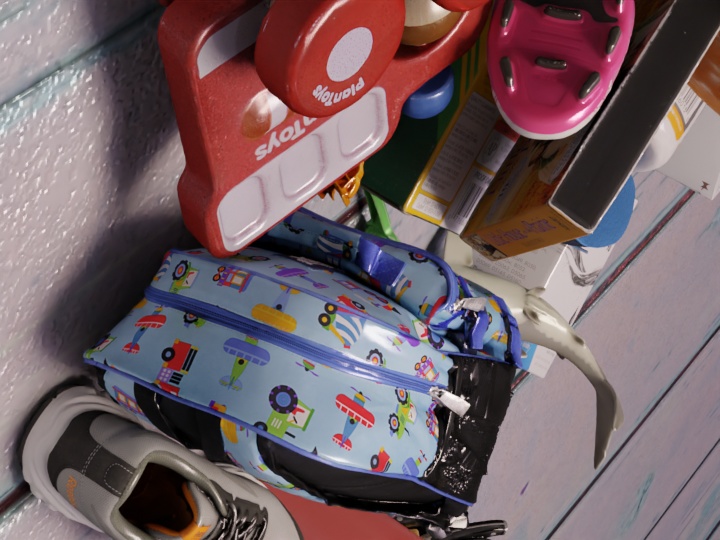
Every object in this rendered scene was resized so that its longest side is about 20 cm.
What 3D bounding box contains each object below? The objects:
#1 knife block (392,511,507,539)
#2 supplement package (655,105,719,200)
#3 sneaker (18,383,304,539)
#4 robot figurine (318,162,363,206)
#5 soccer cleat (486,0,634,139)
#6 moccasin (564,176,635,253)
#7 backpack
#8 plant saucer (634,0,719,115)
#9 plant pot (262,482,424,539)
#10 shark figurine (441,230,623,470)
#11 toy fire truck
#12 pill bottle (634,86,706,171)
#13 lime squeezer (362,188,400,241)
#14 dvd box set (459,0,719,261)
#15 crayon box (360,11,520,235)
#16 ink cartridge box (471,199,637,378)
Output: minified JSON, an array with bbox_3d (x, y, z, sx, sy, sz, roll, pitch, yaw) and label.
[{"bbox_3d":[0.016,0.237,1.172,0.200,0.175,0.064,-46,153,-33],"label":"knife block"},{"bbox_3d":[0.297,-0.172,1.394,0.200,0.113,0.110,-46,155,-36],"label":"supplement package"},{"bbox_3d":[-0.089,0.130,0.875,0.200,0.079,0.074,38,81,-48],"label":"sneaker"},{"bbox_3d":[0.012,-0.139,0.876,0.201,0.058,0.145,-60,159,-5],"label":"robot figurine"},{"bbox_3d":[0.102,-0.146,0.855,0.086,0.069,0.202,85,11,-68],"label":"soccer cleat"},{"bbox_3d":[0.118,-0.062,1.158,0.199,0.068,0.081,15,88,-52],"label":"moccasin"},{"bbox_3d":[-0.030,0.039,0.845,0.200,0.182,0.136,25,86,-61],"label":"backpack"},{"bbox_3d":[0.183,-0.164,0.862,0.037,0.201,0.201,-27,150,-9],"label":"plant saucer"},{"bbox_3d":[-0.026,0.223,1.020,0.200,0.177,0.201,-44,167,-13],"label":"plant pot"},{"bbox_3d":[0.096,0.048,1.204,0.089,0.213,0.129,-44,-153,47],"label":"shark figurine"},{"bbox_3d":[-0.007,-0.112,0.761,0.200,0.112,0.169,-38,150,-23],"label":"toy fire truck"},{"bbox_3d":[0.215,-0.179,1.205,0.201,0.116,0.117,-55,157,-17],"label":"pill bottle"},{"bbox_3d":[0.000,0.000,1.064,0.070,0.038,0.201,-6,129,-26],"label":"lime squeezer"},{"bbox_3d":[0.121,-0.078,0.905,0.147,0.029,0.200,-57,-174,-7],"label":"dvd box set"},{"bbox_3d":[0.078,-0.122,0.995,0.201,0.051,0.126,-60,155,5],"label":"crayon box"},{"bbox_3d":[0.145,-0.027,1.292,0.201,0.066,0.116,-62,157,1],"label":"ink cartridge box"}]
